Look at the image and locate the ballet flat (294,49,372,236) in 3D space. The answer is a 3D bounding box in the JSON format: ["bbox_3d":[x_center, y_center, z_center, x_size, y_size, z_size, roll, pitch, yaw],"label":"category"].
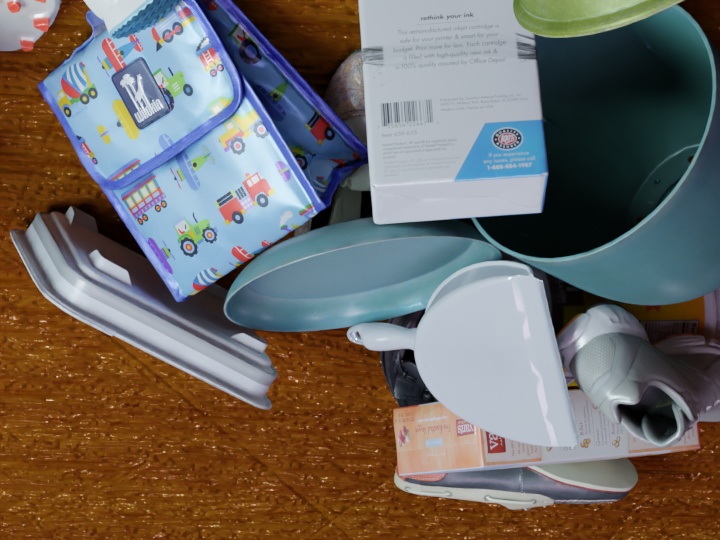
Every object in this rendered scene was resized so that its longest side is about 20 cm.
[{"bbox_3d":[-0.003,-0.065,1.494,0.068,0.067,0.200,5,131,-9],"label":"ballet flat"}]

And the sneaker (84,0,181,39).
[{"bbox_3d":[-0.106,-0.239,1.321,0.200,0.077,0.081,-39,86,9],"label":"sneaker"}]

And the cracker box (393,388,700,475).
[{"bbox_3d":[0.143,0.122,1.601,0.200,0.058,0.134,-3,174,-28],"label":"cracker box"}]

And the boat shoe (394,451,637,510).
[{"bbox_3d":[0.128,0.167,1.708,0.200,0.071,0.063,9,122,-7],"label":"boat shoe"}]

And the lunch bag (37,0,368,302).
[{"bbox_3d":[-0.117,-0.106,1.427,0.150,0.094,0.200,-32,100,34],"label":"lunch bag"}]

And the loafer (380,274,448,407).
[{"bbox_3d":[0.055,0.059,1.612,0.072,0.063,0.200,-1,132,-5],"label":"loafer"}]

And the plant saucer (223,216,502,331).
[{"bbox_3d":[0.000,0.000,1.456,0.200,0.027,0.200,-11,163,-3],"label":"plant saucer"}]

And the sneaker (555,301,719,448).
[{"bbox_3d":[0.219,0.093,1.473,0.200,0.092,0.076,16,128,-42],"label":"sneaker"}]

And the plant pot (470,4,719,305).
[{"bbox_3d":[0.195,-0.067,1.430,0.200,0.201,0.161,-32,140,23],"label":"plant pot"}]

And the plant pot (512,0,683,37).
[{"bbox_3d":[0.140,-0.277,1.254,0.200,0.200,0.190,-25,116,17],"label":"plant pot"}]

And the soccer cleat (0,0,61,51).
[{"bbox_3d":[-0.228,-0.215,1.348,0.069,0.078,0.200,2,152,-11],"label":"soccer cleat"}]

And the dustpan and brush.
[{"bbox_3d":[0.065,0.055,1.478,0.200,0.057,0.140,-2,114,32],"label":"dustpan and brush"}]

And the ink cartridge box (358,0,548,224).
[{"bbox_3d":[0.059,-0.137,1.373,0.116,0.200,0.067,-4,158,2],"label":"ink cartridge box"}]

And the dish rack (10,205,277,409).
[{"bbox_3d":[-0.152,0.020,1.509,0.200,0.172,0.044,30,97,-27],"label":"dish rack"}]

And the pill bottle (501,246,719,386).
[{"bbox_3d":[0.190,0.031,1.551,0.200,0.109,0.109,0,134,-26],"label":"pill bottle"}]
